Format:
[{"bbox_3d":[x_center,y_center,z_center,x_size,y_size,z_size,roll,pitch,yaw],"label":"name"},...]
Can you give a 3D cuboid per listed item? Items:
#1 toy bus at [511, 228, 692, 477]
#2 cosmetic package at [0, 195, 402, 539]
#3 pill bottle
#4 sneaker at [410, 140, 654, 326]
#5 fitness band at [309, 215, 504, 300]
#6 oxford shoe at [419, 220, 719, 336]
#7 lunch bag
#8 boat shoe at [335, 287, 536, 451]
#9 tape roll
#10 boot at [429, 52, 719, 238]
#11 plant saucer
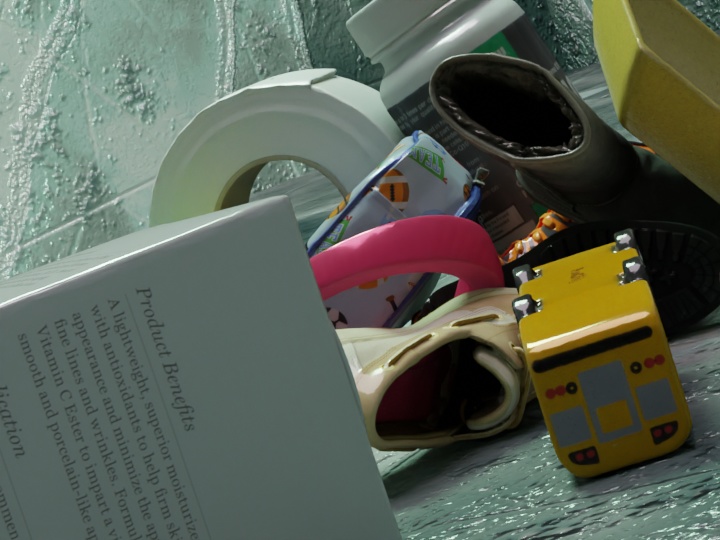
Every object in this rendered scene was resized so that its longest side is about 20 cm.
[{"bbox_3d":[0.114,0.035,1.158,0.065,0.079,0.200,-19,6,6],"label":"toy bus"},{"bbox_3d":[-0.119,0.081,1.054,0.199,0.166,0.165,-21,6,-27],"label":"cosmetic package"},{"bbox_3d":[0.083,-0.107,1.607,0.113,0.201,0.113,-35,3,2],"label":"pill bottle"},{"bbox_3d":[0.114,-0.024,1.522,0.198,0.113,0.078,-20,6,-7],"label":"sneaker"},{"bbox_3d":[0.005,0.030,1.329,0.142,0.038,0.200,-8,-25,-10],"label":"fitness band"},{"bbox_3d":[0.133,0.008,1.392,0.199,0.073,0.084,-12,2,38],"label":"oxford shoe"},{"bbox_3d":[0.000,0.000,1.520,0.200,0.076,0.160,-47,2,5],"label":"lunch bag"},{"bbox_3d":[0.052,0.057,1.241,0.199,0.074,0.069,-13,24,-42],"label":"boat shoe"},{"bbox_3d":[-0.041,-0.033,1.662,0.201,0.204,0.071,-16,6,20],"label":"tape roll"},{"bbox_3d":[0.142,-0.060,1.374,0.180,0.073,0.200,16,-11,17],"label":"boot"},{"bbox_3d":[0.205,-0.082,1.379,0.049,0.199,0.200,-48,16,18],"label":"plant saucer"}]
